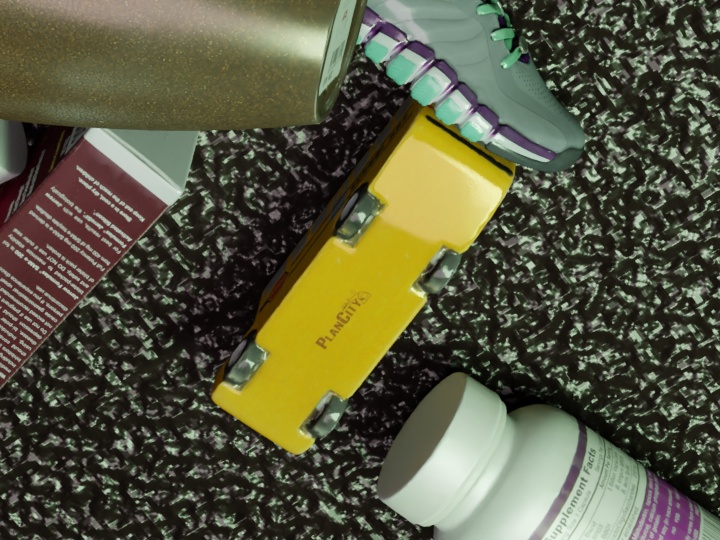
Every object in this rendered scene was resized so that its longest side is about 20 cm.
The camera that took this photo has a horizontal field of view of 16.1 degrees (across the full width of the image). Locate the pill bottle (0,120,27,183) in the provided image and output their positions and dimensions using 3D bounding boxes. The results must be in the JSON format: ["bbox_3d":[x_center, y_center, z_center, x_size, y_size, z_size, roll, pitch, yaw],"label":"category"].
[{"bbox_3d":[-0.276,-0.045,1.330,0.199,0.111,0.111,-23,113,16],"label":"pill bottle"}]

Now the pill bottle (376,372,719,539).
[{"bbox_3d":[0.111,0.144,1.390,0.199,0.112,0.112,35,115,-12],"label":"pill bottle"}]

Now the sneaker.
[{"bbox_3d":[0.047,-0.132,1.280,0.199,0.075,0.088,35,110,-12],"label":"sneaker"}]

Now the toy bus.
[{"bbox_3d":[0.000,0.000,1.346,0.065,0.078,0.200,32,115,-12],"label":"toy bus"}]

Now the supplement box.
[{"bbox_3d":[-0.170,-0.015,1.337,0.061,0.109,0.200,37,113,-15],"label":"supplement box"}]

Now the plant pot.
[{"bbox_3d":[-0.100,-0.141,1.206,0.198,0.187,0.188,17,118,6],"label":"plant pot"}]
